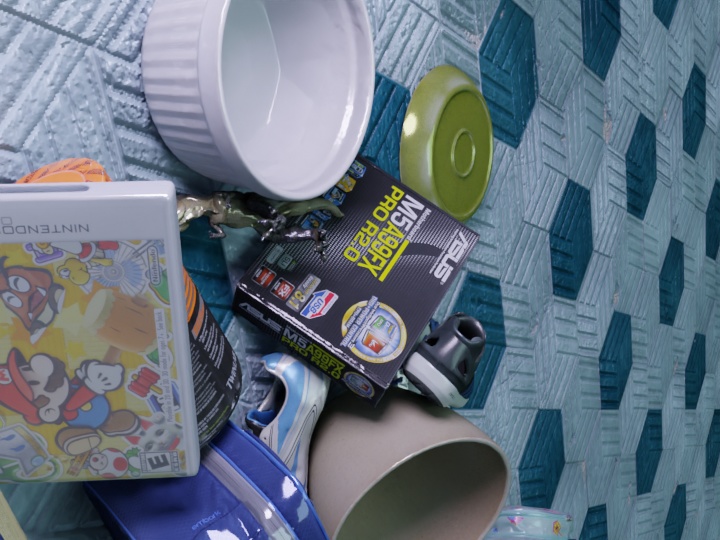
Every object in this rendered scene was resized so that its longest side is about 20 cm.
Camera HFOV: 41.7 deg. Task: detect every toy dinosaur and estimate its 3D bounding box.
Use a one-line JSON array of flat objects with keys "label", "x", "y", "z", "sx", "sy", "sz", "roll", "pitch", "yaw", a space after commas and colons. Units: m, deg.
[{"label": "toy dinosaur", "x": -0.072, "y": -0.042, "z": 0.775, "sx": 0.197, "sy": 0.088, "sz": 0.048, "roll": -2, "pitch": 112, "yaw": -37}]

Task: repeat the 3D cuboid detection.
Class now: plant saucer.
[{"label": "plant saucer", "x": 0.111, "y": -0.138, "z": 1.115, "sx": 0.199, "sy": 0.031, "sz": 0.205, "roll": -18, "pitch": 112, "yaw": -53}]

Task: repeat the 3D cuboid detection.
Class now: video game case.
[{"label": "video game case", "x": -0.192, "y": 0.044, "z": 0.564, "sx": 0.023, "sy": 0.178, "sz": 0.204, "roll": -99, "pitch": -172, "yaw": -60}]

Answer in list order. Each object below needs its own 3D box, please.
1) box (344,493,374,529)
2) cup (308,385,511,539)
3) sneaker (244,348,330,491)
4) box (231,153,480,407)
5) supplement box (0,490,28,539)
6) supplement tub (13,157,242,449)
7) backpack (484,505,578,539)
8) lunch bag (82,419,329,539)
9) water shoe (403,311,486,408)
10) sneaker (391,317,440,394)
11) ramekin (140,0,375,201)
[{"label": "box", "x": 0.014, "y": 0.298, "z": 1.045, "sx": 0.200, "sy": 0.049, "sz": 0.163, "roll": -40, "pitch": 131, "yaw": -45}, {"label": "cup", "x": 0.025, "y": 0.194, "z": 0.917, "sx": 0.197, "sy": 0.143, "sz": 0.203, "roll": -18, "pitch": 130, "yaw": -22}, {"label": "sneaker", "x": -0.078, "y": 0.170, "z": 0.879, "sx": 0.071, "sy": 0.072, "sz": 0.204, "roll": 8, "pitch": 100, "yaw": -16}, {"label": "box", "x": 0.000, "y": 0.000, "z": 0.871, "sx": 0.201, "sy": 0.159, "sz": 0.045, "roll": -53, "pitch": 173, "yaw": -34}, {"label": "supplement box", "x": -0.237, "y": 0.175, "z": 0.485, "sx": 0.133, "sy": 0.199, "sz": 0.203, "roll": -28, "pitch": 122, "yaw": -22}, {"label": "supplement tub", "x": -0.171, "y": 0.032, "z": 0.651, "sx": 0.123, "sy": 0.121, "sz": 0.202, "roll": -55, "pitch": 137, "yaw": -34}, {"label": "backpack", "x": 0.195, "y": 0.385, "z": 1.223, "sx": 0.199, "sy": 0.173, "sz": 0.157, "roll": 11, "pitch": 71, "yaw": -55}, {"label": "lunch bag", "x": -0.109, "y": 0.191, "z": 0.719, "sx": 0.131, "sy": 0.199, "sz": 0.138, "roll": -34, "pitch": 128, "yaw": -25}, {"label": "water shoe", "x": 0.093, "y": 0.084, "z": 0.904, "sx": 0.079, "sy": 0.071, "sz": 0.200, "roll": -48, "pitch": 174, "yaw": 4}, {"label": "sneaker", "x": 0.033, "y": 0.084, "z": 1.001, "sx": 0.200, "sy": 0.079, "sz": 0.117, "roll": 51, "pitch": 53, "yaw": -49}, {"label": "ramekin", "x": -0.083, "y": -0.161, "z": 0.757, "sx": 0.199, "sy": 0.103, "sz": 0.205, "roll": -15, "pitch": 108, "yaw": -53}]
